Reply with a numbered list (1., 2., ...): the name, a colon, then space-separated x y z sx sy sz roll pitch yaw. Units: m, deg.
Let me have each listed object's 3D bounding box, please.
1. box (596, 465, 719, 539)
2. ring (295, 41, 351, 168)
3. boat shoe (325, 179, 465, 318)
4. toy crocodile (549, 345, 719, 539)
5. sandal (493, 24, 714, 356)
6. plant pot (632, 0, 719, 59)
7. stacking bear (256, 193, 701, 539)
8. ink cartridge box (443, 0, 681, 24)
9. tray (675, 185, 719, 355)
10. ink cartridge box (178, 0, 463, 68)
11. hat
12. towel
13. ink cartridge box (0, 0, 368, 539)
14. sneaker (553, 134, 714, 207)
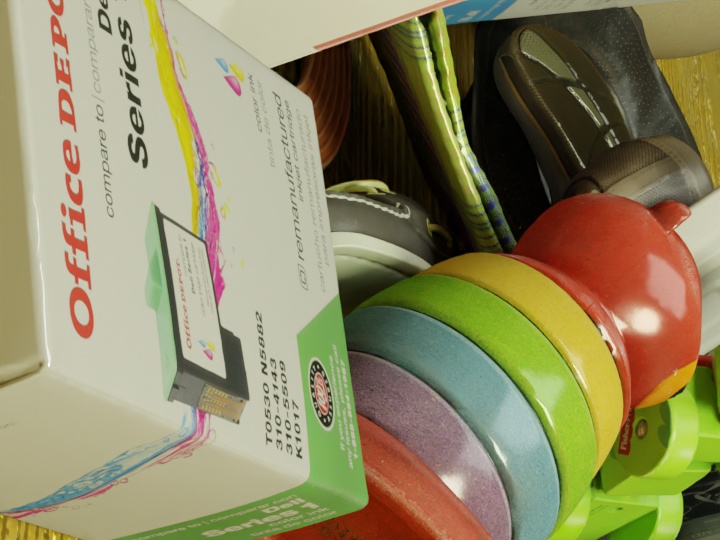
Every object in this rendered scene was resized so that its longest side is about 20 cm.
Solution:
1. box: 0.155 0.157 1.072 0.182 0.199 0.105 -51 124 -67
2. ring: -0.053 -0.133 0.995 0.200 0.019 0.202 -17 90 -70
3. boat shoe: 0.000 0.000 0.970 0.201 0.071 0.061 42 32 -68
4. toy crocodile: 0.113 0.070 1.000 0.067 0.200 0.062 7 61 -30
5. sandal: 0.107 -0.014 1.127 0.201 0.054 0.082 59 33 -1
6. plant pot: 0.131 -0.199 1.320 0.134 0.200 0.201 -26 101 -47
7. stacking bear: 0.050 0.044 0.889 0.114 0.122 0.200 45 54 8
8. ink cartridge box: 0.115 -0.180 1.124 0.067 0.199 0.117 145 -63 -74
9. tray: 0.101 0.035 1.026 0.022 0.200 0.107 61 13 27
10. ink cartridge box: -0.001 -0.148 0.946 0.068 0.116 0.200 66 22 -20
11. hat: 0.088 -0.051 1.220 0.200 0.081 0.202 24 58 -45
12. towel: 0.030 -0.072 1.031 0.200 0.023 0.144 -116 -176 -72
13. ink cartridge box: -0.082 -0.007 0.729 0.200 0.084 0.146 32 47 -61
14. sneaker: 0.076 0.015 1.071 0.075 0.200 0.071 -23 65 -37
